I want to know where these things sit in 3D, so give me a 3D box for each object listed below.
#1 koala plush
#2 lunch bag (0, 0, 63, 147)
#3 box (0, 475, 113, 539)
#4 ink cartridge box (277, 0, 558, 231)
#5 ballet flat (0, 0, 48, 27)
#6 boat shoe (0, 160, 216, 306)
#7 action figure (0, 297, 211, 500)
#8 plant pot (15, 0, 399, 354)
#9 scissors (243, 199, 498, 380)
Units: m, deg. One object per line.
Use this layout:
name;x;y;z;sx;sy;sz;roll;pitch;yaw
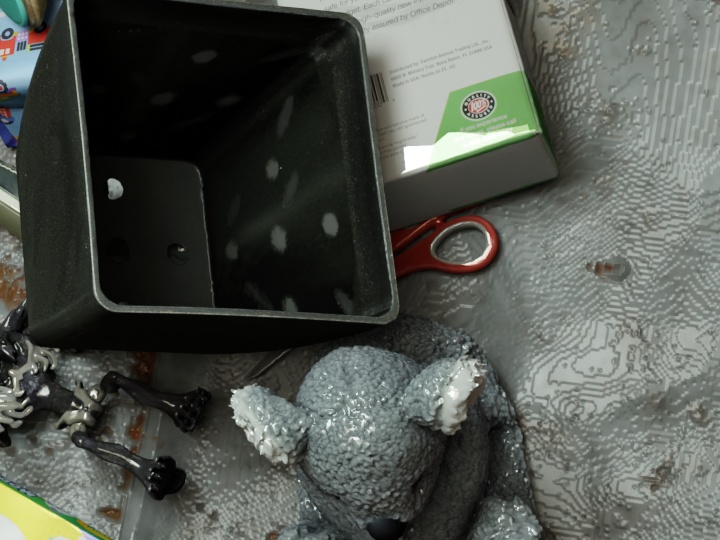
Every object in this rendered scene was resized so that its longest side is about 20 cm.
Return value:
koala plush;0.011;0.100;1.549;0.176;0.200;0.185;-8;75;12
lunch bag;-0.185;-0.199;1.738;0.150;0.094;0.201;-6;66;15
box;-0.252;0.192;1.674;0.199;0.048;0.118;27;84;20
ink cartridge box;0.032;-0.142;1.658;0.145;0.084;0.201;-17;68;9
ballet flat;-0.239;-0.231;1.709;0.072;0.068;0.200;-25;42;-21
boat shoe;-0.179;-0.035;1.696;0.199;0.075;0.066;30;75;15
action figure;-0.200;0.073;1.660;0.199;0.102;0.119;19;67;17
plant pot;-0.113;-0.039;1.569;0.198;0.177;0.201;3;69;-29
scissors;0.000;0.000;1.677;0.199;0.014;0.074;-27;73;8
